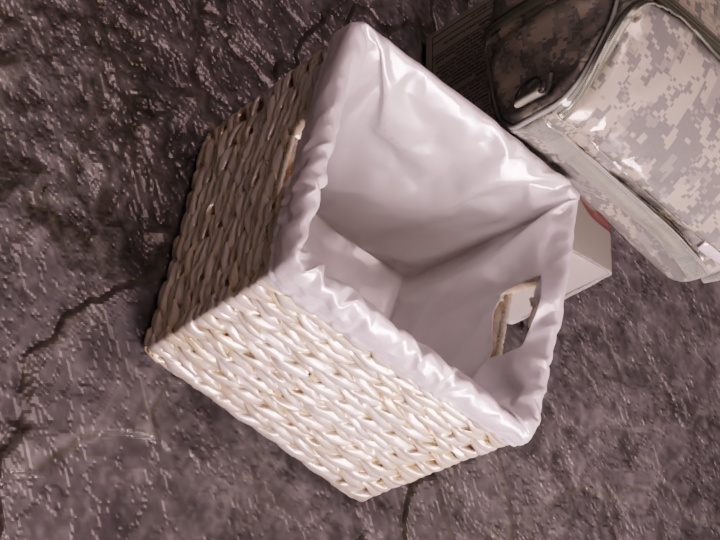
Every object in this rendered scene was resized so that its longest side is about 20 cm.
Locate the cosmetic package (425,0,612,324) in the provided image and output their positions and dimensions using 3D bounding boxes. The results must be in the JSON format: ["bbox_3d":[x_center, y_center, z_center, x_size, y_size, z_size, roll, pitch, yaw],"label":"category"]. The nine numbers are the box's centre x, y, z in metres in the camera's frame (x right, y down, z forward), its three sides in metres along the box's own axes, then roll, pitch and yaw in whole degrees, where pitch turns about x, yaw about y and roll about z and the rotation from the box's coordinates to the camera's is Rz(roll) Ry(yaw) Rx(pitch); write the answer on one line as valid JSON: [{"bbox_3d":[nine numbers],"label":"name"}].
[{"bbox_3d":[0.105,-0.080,1.677,0.087,0.103,0.201,26,53,-35],"label":"cosmetic package"}]

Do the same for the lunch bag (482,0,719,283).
[{"bbox_3d":[0.177,-0.105,1.582,0.200,0.139,0.168,38,47,-30],"label":"lunch bag"}]

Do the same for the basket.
[{"bbox_3d":[0.000,0.000,1.481,0.200,0.161,0.199,37,46,-26],"label":"basket"}]
